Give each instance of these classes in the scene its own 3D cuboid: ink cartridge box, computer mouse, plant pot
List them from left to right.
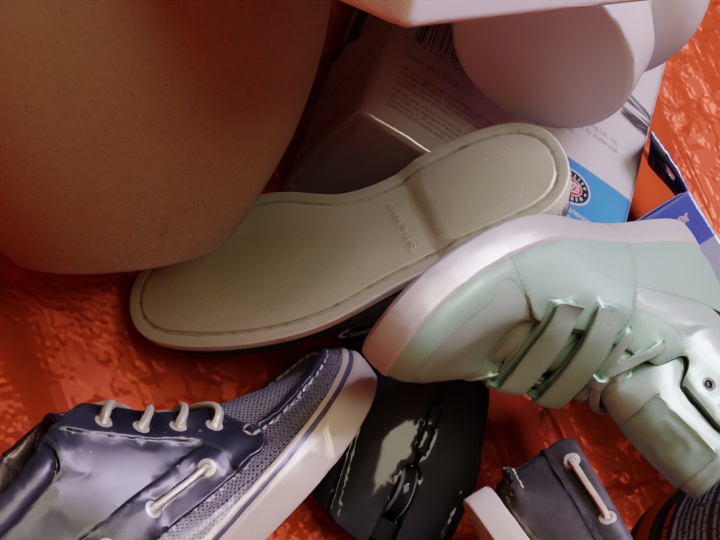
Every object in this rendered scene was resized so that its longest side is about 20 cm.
[{"bbox_3d":[-0.105,-0.074,0.745,0.200,0.200,0.135,-14,107,-36],"label":"plant pot"},{"bbox_3d":[0.042,0.099,0.817,0.140,0.046,0.201,32,53,-13],"label":"computer mouse"},{"bbox_3d":[0.067,-0.094,0.908,0.146,0.086,0.201,31,52,-15],"label":"ink cartridge box"},{"bbox_3d":[0.184,0.030,0.905,0.201,0.042,0.119,61,7,7],"label":"ink cartridge box"}]

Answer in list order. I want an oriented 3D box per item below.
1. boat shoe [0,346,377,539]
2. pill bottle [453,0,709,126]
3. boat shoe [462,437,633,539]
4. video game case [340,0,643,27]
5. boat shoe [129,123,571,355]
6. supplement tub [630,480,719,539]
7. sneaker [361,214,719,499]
[{"bbox_3d":[-0.077,0.074,0.735,0.093,0.075,0.200,50,51,-10],"label":"boat shoe"},{"bbox_3d":[0.116,-0.161,0.838,0.113,0.113,0.200,38,51,-9],"label":"pill bottle"},{"bbox_3d":[0.121,0.156,0.742,0.060,0.074,0.200,-35,62,-6],"label":"boat shoe"},{"bbox_3d":[0.001,-0.135,0.674,0.181,0.023,0.200,27,24,28],"label":"video game case"},{"bbox_3d":[0.000,-0.002,0.801,0.199,0.066,0.075,-24,59,0],"label":"boat shoe"},{"bbox_3d":[0.184,0.131,0.789,0.106,0.200,0.108,14,60,-27],"label":"supplement tub"},{"bbox_3d":[0.101,0.041,0.756,0.200,0.074,0.118,-9,56,-40],"label":"sneaker"}]
